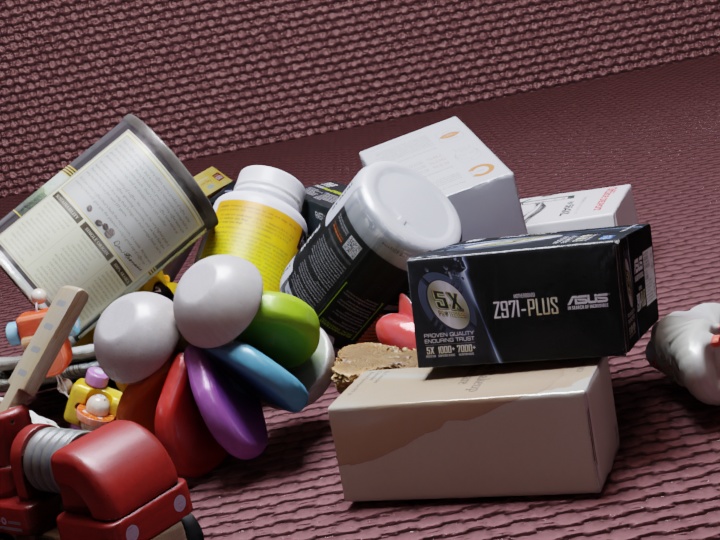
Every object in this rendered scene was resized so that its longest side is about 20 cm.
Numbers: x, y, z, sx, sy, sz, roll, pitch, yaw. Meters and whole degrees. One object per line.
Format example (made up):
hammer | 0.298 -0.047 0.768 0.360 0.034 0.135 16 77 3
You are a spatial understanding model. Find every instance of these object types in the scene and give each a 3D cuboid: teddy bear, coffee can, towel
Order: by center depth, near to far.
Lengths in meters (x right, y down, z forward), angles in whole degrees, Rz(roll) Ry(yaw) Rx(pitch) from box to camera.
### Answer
teddy bear | 0.075 0.103 1.166 0.198 0.067 0.145 -6 21 -5
coffee can | -0.266 -0.041 1.393 0.200 0.147 0.146 -41 20 -12
towel | -0.286 0.096 1.425 0.198 0.035 0.193 -12 -5 7

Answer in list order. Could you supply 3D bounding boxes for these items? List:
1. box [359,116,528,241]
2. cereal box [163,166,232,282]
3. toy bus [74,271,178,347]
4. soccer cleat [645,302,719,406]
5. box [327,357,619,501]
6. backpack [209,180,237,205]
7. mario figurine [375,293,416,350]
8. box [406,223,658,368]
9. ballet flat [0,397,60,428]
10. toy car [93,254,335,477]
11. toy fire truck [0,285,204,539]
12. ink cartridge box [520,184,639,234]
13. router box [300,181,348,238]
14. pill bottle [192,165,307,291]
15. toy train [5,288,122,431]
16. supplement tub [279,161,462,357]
box | 0.089 -0.076 1.479 0.123 0.098 0.200 -20 26 -5
cereal box | -0.249 -0.033 1.779 0.039 0.201 0.144 34 19 2
toy bus | -0.278 0.002 1.562 0.134 0.194 0.200 -12 -2 9
soccer cleat | 0.270 0.070 1.115 0.077 0.070 0.200 -12 5 19
box | 0.086 0.118 1.022 0.198 0.078 0.095 -6 12 20
backpack | -0.127 -0.041 1.783 0.165 0.128 0.200 12 16 -6
mario figurine | 0.111 0.037 1.275 0.198 0.124 0.106 -8 25 -2
box | 0.144 0.016 1.093 0.162 0.087 0.200 -5 4 20
ballet flat | -0.288 0.163 1.228 0.069 0.070 0.199 -19 19 -31
toy car | -0.122 0.097 1.158 0.199 0.175 0.151 -23 47 19
toy fire truck | -0.204 0.124 0.976 0.175 0.202 0.128 -1 16 39
ink cartridge box | 0.211 -0.033 1.553 0.198 0.085 0.146 -8 13 21
router box | -0.016 -0.013 1.520 0.062 0.151 0.200 -14 12 -16
pill bottle | -0.122 -0.008 1.467 0.108 0.201 0.109 13 -24 6
toy train | -0.236 0.089 1.284 0.198 0.152 0.056 -6 15 8
supplement tub | 0.000 0.000 1.341 0.200 0.123 0.122 -50 -12 35
